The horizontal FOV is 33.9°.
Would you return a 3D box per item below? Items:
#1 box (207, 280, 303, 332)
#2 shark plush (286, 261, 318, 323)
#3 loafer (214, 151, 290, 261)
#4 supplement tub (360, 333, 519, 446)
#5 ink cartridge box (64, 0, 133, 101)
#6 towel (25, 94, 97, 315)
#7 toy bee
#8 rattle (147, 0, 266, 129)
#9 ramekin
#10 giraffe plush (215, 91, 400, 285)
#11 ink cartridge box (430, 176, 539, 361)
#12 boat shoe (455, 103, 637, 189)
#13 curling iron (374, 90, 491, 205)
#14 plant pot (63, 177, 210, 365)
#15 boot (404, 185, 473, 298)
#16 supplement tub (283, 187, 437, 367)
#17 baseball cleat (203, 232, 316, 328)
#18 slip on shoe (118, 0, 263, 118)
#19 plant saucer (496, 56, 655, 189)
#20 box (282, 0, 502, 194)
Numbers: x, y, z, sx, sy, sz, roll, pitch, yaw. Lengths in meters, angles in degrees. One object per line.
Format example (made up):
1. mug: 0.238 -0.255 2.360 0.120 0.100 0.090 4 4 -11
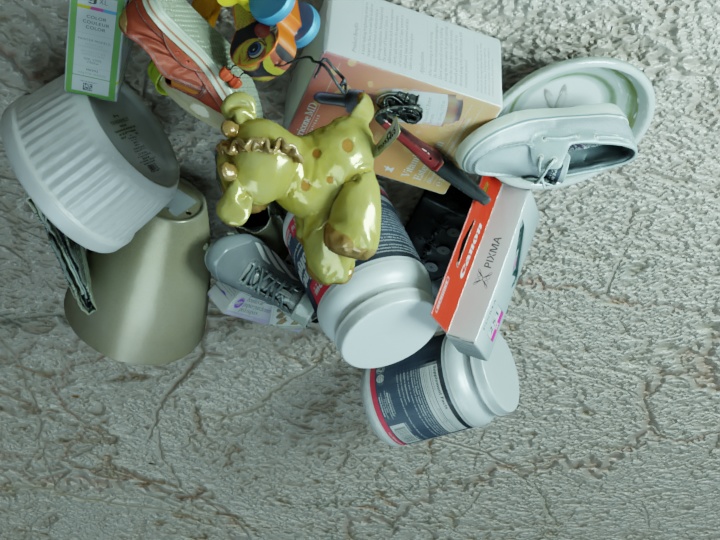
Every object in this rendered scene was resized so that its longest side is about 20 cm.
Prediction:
1. box: -0.129 0.045 1.574 0.039 0.041 0.200 -49 154 10
2. shark plush: -0.050 0.038 1.596 0.091 0.084 0.200 -25 134 33
3. loafer: -0.137 -0.068 1.479 0.075 0.070 0.200 -8 140 16
4. supplement tub: 0.113 0.167 1.699 0.199 0.141 0.140 -19 137 26
5. ink cartridge box: -0.257 -0.279 1.190 0.059 0.104 0.200 10 142 -8
6. towel: -0.361 -0.073 1.393 0.034 0.201 0.193 -16 143 -8
7. toy bee: -0.099 -0.233 1.143 0.108 0.201 0.131 -29 129 15
8. rattle: -0.118 -0.208 1.280 0.199 0.130 0.143 33 93 -13
9. ramekin: -0.291 -0.131 1.315 0.105 0.201 0.200 -33 132 15
10. giraffe plush: -0.070 -0.091 1.169 0.161 0.173 0.201 3 138 -21
11. ink cartridge box: 0.151 -0.010 1.387 0.043 0.201 0.174 17 169 19
12. boat shoe: 0.201 -0.126 1.245 0.200 0.072 0.070 -12 144 -15
13. curling iron: 0.082 -0.123 1.250 0.049 0.026 0.200 -19 138 30
14. plant pot: -0.262 -0.017 1.491 0.186 0.188 0.201 14 128 -13
15. boot: 0.127 -0.025 1.522 0.164 0.066 0.200 12 137 -13
16. supplement tub: 0.000 0.000 1.412 0.140 0.201 0.141 -17 144 -12
17. baseball cleat: -0.105 0.014 1.463 0.200 0.106 0.070 24 101 -54
18. slip on shoe: -0.163 -0.202 1.177 0.061 0.074 0.200 -24 134 23
19. plant saucer: 0.224 -0.173 1.307 0.199 0.050 0.201 -9 144 -7
20. box: 0.032 -0.192 1.274 0.199 0.107 0.152 15 141 -14
